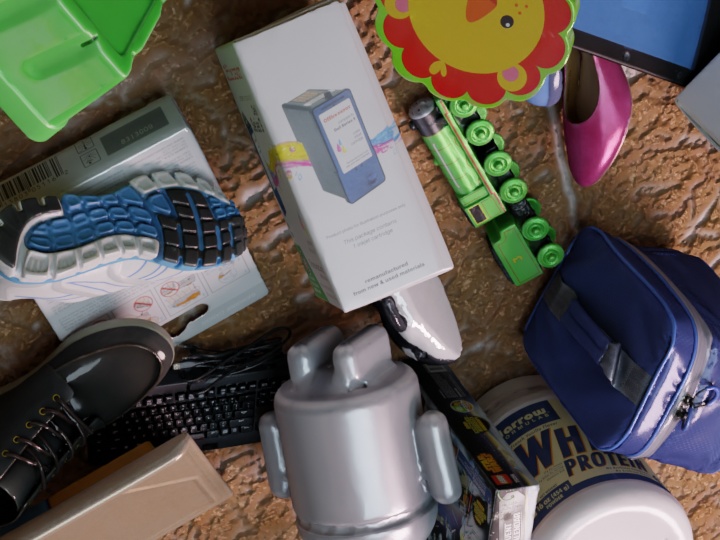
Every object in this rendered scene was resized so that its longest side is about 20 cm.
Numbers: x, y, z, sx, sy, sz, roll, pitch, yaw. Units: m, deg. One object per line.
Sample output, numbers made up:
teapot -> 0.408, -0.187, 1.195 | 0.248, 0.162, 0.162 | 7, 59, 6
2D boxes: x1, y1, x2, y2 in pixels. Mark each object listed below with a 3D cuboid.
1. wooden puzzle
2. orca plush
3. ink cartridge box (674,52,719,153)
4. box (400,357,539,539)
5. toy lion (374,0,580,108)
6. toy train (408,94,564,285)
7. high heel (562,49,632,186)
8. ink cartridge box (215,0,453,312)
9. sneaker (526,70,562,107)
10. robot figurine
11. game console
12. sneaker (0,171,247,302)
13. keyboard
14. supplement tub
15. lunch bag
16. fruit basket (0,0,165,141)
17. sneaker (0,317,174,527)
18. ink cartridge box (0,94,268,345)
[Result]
wooden puzzle -> -0.196, 0.188, 1.526 | 0.184, 0.037, 0.200 | -29, 163, -3
orca plush -> 0.000, 0.000, 1.537 | 0.071, 0.106, 0.200 | -20, 131, 29
ink cartridge box -> 0.352, -0.122, 1.554 | 0.148, 0.086, 0.200 | -46, 143, 8
box -> 0.075, 0.175, 1.578 | 0.040, 0.200, 0.138 | -5, 118, -20
toy lion -> 0.073, -0.217, 1.380 | 0.200, 0.069, 0.192 | 38, 118, -7
toy train -> 0.097, -0.069, 1.554 | 0.056, 0.042, 0.200 | -28, 123, 9
high heel -> 0.156, -0.160, 1.503 | 0.095, 0.067, 0.201 | -3, 113, -30
ink cartridge box -> -0.022, -0.082, 1.400 | 0.087, 0.145, 0.201 | -22, 98, -7
sneaker -> 0.086, -0.200, 1.462 | 0.082, 0.074, 0.201 | -29, 115, -1
robot figurine -> -0.002, 0.144, 1.541 | 0.113, 0.169, 0.201 | -29, 114, -54
game console -> 0.238, -0.236, 1.442 | 0.199, 0.119, 0.172 | 12, 150, -38
sneaker -> -0.177, -0.016, 1.416 | 0.199, 0.075, 0.087 | -5, 156, -29
keyboard -> -0.114, 0.104, 1.562 | 0.199, 0.040, 0.105 | -9, 121, -20
supplement tub -> 0.166, 0.187, 1.617 | 0.144, 0.200, 0.146 | -9, 120, -16
lunch bag -> 0.221, 0.065, 1.572 | 0.132, 0.200, 0.136 | 14, 112, -28
fruit basket -> -0.258, -0.184, 1.325 | 0.214, 0.156, 0.216 | 15, 144, 11
sneaker -> -0.220, 0.118, 1.471 | 0.199, 0.106, 0.075 | -31, 121, 14
ink cartridge box -> -0.172, -0.018, 1.490 | 0.160, 0.047, 0.200 | -29, 139, -4
